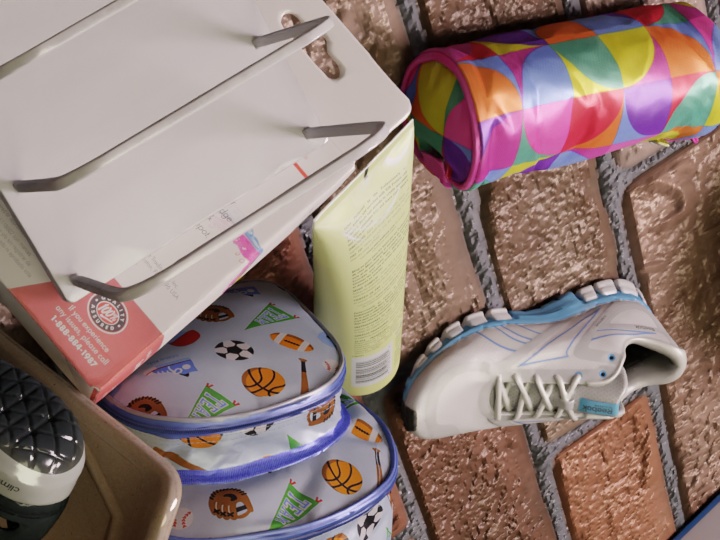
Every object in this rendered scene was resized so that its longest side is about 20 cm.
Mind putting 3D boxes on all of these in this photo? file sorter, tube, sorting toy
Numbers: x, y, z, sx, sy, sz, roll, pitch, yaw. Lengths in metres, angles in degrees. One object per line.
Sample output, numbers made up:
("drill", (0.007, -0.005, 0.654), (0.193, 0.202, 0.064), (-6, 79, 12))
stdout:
("file sorter", (-0.100, -0.105, 0.642), (0.138, 0.124, 0.201), (-33, 103, -16))
("tube", (0.000, 0.000, 0.861), (0.051, 0.058, 0.200), (-1, 151, -2))
("sorting toy", (-0.166, 0.124, 0.768), (0.036, 0.200, 0.186), (-10, 127, -49))

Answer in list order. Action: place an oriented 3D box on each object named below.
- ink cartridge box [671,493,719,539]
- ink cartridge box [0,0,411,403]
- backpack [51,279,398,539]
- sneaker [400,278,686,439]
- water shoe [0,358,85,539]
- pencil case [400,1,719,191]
("ink cartridge box", (0.350, 0.241, 1.297), (0.146, 0.084, 0.200), (-43, 135, -4))
("ink cartridge box", (-0.086, -0.048, 0.757), (0.200, 0.067, 0.117), (-41, 90, -15))
("backpack", (-0.070, 0.102, 0.828), (0.199, 0.190, 0.155), (-19, 130, -26))
("sneaker", (0.120, 0.066, 1.017), (0.199, 0.087, 0.075), (-20, 130, -23))
("water shoe", (-0.212, 0.052, 0.702), (0.071, 0.200, 0.079), (-26, 149, -60))
("pencil case", (0.121, -0.097, 0.914), (0.199, 0.088, 0.089), (-12, 124, -28))
